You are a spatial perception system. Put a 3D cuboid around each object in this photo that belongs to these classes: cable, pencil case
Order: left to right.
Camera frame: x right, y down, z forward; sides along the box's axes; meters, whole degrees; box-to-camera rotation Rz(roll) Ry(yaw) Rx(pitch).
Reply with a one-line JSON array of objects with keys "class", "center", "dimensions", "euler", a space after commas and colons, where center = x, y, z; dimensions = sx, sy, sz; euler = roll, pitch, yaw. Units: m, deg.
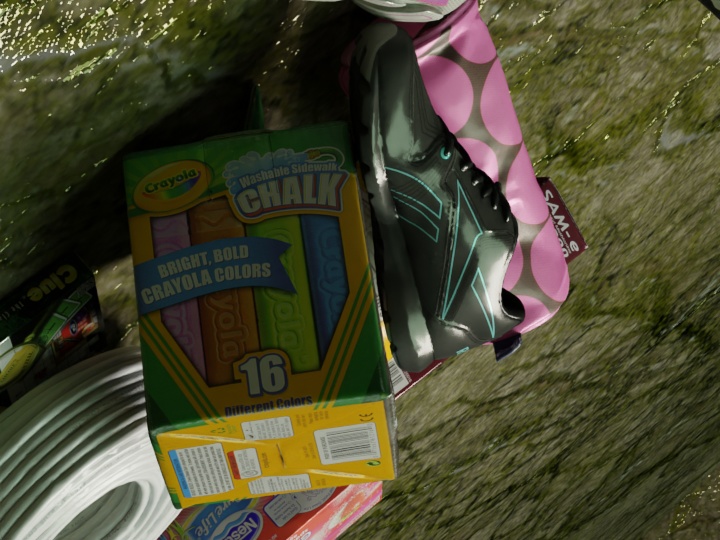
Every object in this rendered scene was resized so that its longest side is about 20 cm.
[{"class": "cable", "center": [-0.169, 0.129, 1.119], "dimensions": [0.200, 0.069, 0.200], "euler": [-44, 161, 0]}, {"class": "pencil case", "center": [0.050, -0.054, 1.103], "dimensions": [0.093, 0.201, 0.091], "euler": [-21, -157, 0]}]

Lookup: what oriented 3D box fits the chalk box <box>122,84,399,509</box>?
[{"class": "chalk box", "center": [-0.055, 0.005, 1.030], "dimensions": [0.123, 0.201, 0.125], "euler": [-9, 154, -1]}]

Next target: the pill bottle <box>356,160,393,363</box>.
[{"class": "pill bottle", "center": [0.000, 0.000, 1.198], "dimensions": [0.200, 0.113, 0.113], "euler": [-36, 159, -24]}]

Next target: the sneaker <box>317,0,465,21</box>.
[{"class": "sneaker", "center": [0.018, -0.156, 0.960], "dimensions": [0.199, 0.081, 0.089], "euler": [-23, 150, -45]}]

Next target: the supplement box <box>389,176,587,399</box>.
[{"class": "supplement box", "center": [0.044, 0.015, 1.328], "dimensions": [0.200, 0.061, 0.109], "euler": [-37, -164, -22]}]

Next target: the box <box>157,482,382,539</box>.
[{"class": "box", "center": [-0.088, 0.177, 1.405], "dimensions": [0.200, 0.100, 0.096], "euler": [-40, 160, -16]}]

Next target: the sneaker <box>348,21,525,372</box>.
[{"class": "sneaker", "center": [0.039, -0.042, 1.031], "dimensions": [0.079, 0.076, 0.201], "euler": [-10, 124, 1]}]

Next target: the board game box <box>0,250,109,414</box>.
[{"class": "board game box", "center": [-0.186, 0.071, 1.105], "dimensions": [0.104, 0.023, 0.200], "euler": [-36, 159, -17]}]

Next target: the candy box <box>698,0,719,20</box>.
[{"class": "candy box", "center": [0.170, -0.202, 0.993], "dimensions": [0.072, 0.200, 0.167], "euler": [-52, 159, 22]}]
